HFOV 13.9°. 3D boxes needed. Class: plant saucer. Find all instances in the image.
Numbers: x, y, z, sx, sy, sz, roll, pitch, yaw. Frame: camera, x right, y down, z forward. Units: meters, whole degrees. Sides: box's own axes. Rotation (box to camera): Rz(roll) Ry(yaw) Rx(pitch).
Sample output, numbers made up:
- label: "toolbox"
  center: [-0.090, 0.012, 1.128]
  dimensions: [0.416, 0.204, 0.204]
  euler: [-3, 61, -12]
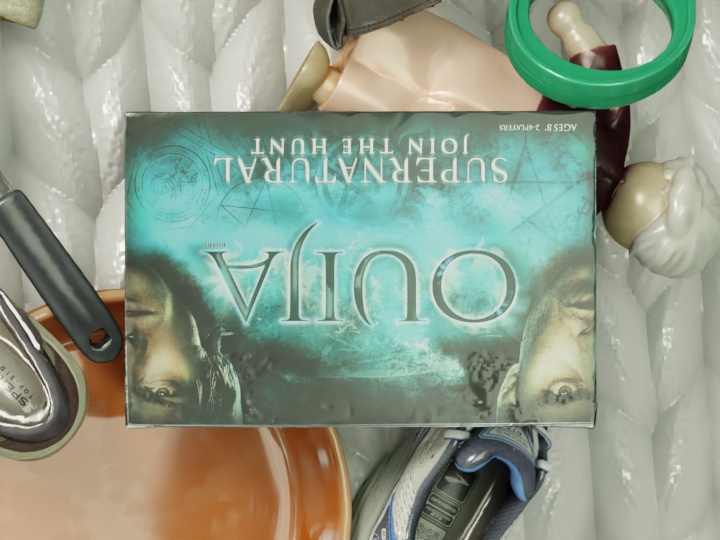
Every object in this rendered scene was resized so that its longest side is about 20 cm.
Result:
- label: "plant saucer"
  center: [-0.103, 0.107, 1.287]
  dimensions: [0.200, 0.032, 0.201]
  euler: [-1, 94, -17]

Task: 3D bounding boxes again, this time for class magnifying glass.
- label: "magnifying glass"
  center: [0.130, -0.142, 1.300]
  dimensions: [0.079, 0.022, 0.200]
  euler: [26, 55, 16]

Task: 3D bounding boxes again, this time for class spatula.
- label: "spatula"
  center: [-0.155, -0.040, 1.223]
  dimensions: [0.056, 0.021, 0.200]
  euler: [-36, 115, -6]

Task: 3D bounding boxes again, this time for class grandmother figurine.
- label: "grandmother figurine"
  center: [0.072, -0.060, 1.295]
  dimensions: [0.200, 0.061, 0.121]
  euler: [29, 92, -5]

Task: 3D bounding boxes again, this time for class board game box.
- label: "board game box"
  center: [0.000, 0.000, 1.250]
  dimensions: [0.199, 0.028, 0.136]
  euler: [-1, 90, 1]

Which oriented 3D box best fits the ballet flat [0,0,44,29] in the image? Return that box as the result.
- label: "ballet flat"
  center: [-0.223, -0.117, 1.217]
  dimensions: [0.200, 0.067, 0.063]
  euler: [-4, 105, -17]

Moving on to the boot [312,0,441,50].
- label: "boot"
  center: [0.036, -0.205, 1.224]
  dimensions: [0.200, 0.069, 0.174]
  euler: [-33, 124, -4]

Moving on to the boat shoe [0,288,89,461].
- label: "boat shoe"
  center: [-0.195, 0.004, 1.216]
  dimensions: [0.200, 0.065, 0.072]
  euler: [40, 79, 0]

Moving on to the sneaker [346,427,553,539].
- label: "sneaker"
  center: [0.060, 0.067, 1.306]
  dimensions: [0.077, 0.085, 0.200]
  euler: [21, 87, -17]
